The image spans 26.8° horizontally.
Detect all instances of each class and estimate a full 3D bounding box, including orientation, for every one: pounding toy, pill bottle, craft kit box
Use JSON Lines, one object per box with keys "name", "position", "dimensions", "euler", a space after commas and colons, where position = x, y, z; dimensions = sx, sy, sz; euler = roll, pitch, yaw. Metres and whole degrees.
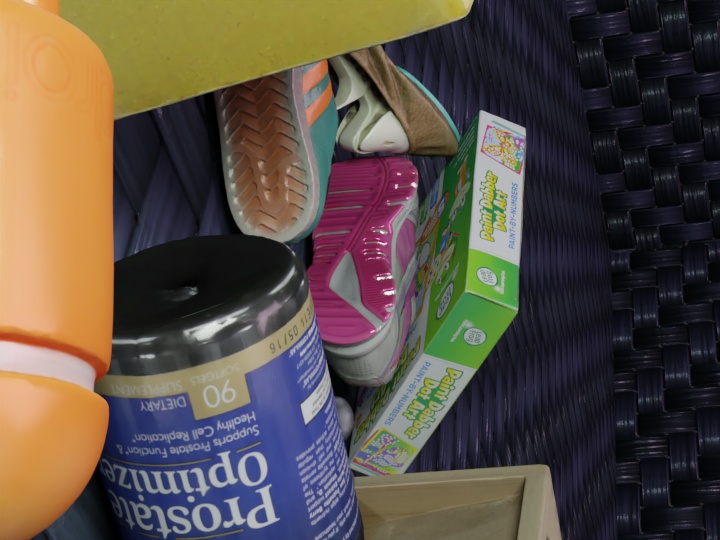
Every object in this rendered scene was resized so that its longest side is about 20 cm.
{"name": "pounding toy", "position": [0.069, 0.236, 0.962], "dimensions": [0.185, 0.197, 0.144], "euler": [-67, 149, -62]}
{"name": "pill bottle", "position": [-0.059, 0.095, 0.684], "dimensions": [0.112, 0.110, 0.202], "euler": [-66, 147, -63]}
{"name": "craft kit box", "position": [0.056, 0.019, 1.098], "dimensions": [0.199, 0.048, 0.201], "euler": [-85, -161, -47]}

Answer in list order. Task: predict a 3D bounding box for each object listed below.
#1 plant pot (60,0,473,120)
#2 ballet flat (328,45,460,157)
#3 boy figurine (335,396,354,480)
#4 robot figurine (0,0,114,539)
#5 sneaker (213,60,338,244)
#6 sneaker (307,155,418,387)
{"name": "plant pot", "position": [-0.066, -0.218, 0.649], "dimensions": [0.197, 0.192, 0.201], "euler": [-79, 150, -49]}
{"name": "ballet flat", "position": [-0.002, -0.130, 1.060], "dimensions": [0.073, 0.067, 0.200], "euler": [-54, 131, -19]}
{"name": "boy figurine", "position": [-0.052, 0.085, 0.816], "dimensions": [0.200, 0.064, 0.126], "euler": [47, 40, -67]}
{"name": "robot figurine", "position": [-0.129, -0.003, 0.437], "dimensions": [0.144, 0.115, 0.203], "euler": [149, -58, -61]}
{"name": "sneaker", "position": [-0.052, -0.117, 0.903], "dimensions": [0.080, 0.070, 0.203], "euler": [-18, 107, -80]}
{"name": "sneaker", "position": [0.000, 0.000, 1.051], "dimensions": [0.089, 0.080, 0.201], "euler": [80, 16, -44]}
